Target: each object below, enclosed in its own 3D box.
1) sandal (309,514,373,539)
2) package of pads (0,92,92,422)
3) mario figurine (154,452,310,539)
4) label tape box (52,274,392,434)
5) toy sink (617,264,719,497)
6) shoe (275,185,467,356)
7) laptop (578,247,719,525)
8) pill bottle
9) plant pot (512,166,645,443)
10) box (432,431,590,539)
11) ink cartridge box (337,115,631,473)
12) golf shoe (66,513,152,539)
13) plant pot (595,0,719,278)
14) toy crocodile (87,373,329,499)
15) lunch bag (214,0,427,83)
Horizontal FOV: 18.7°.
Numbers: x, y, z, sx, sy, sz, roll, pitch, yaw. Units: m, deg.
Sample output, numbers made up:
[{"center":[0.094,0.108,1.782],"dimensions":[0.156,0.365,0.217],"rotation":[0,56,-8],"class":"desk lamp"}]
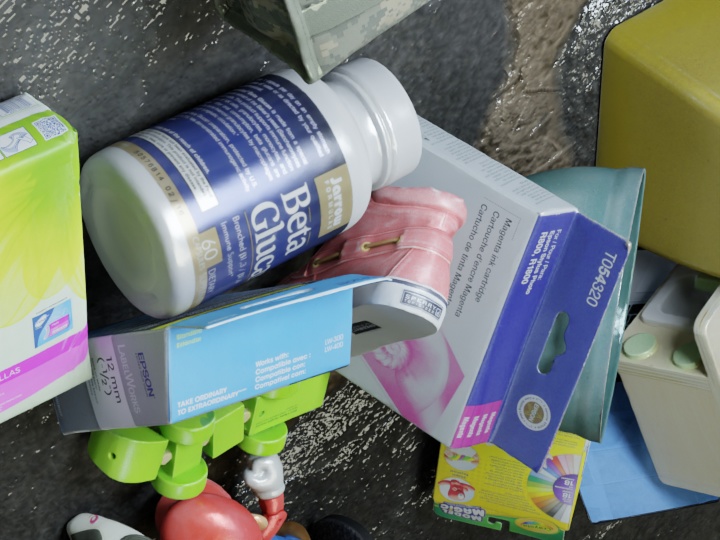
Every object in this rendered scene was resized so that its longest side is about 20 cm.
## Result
[{"center":[-0.004,0.252,1.754],"dimensions":[0.045,0.075,0.200],"rotation":[-28,148,-22],"class":"sandal"},{"center":[-0.239,0.009,1.268],"dimensions":[0.154,0.068,0.200],"rotation":[-26,137,-30],"class":"package of pads"},{"center":[-0.101,0.195,1.612],"dimensions":[0.200,0.106,0.124],"rotation":[51,46,-65],"class":"mario figurine"},{"center":[-0.088,0.052,1.367],"dimensions":[0.143,0.200,0.066],"rotation":[-16,96,-37],"class":"label tape box"},{"center":[0.289,0.070,1.785],"dimensions":[0.130,0.112,0.200],"rotation":[-50,132,-31],"class":"toy sink"},{"center":[0.000,0.000,1.461],"dimensions":[0.071,0.200,0.091],"rotation":[27,70,-27],"class":"shoe"},{"center":[0.253,0.091,1.837],"dimensions":[0.187,0.116,0.200],"rotation":[-3,125,-47],"class":"laptop"},{"center":[-0.064,-0.059,1.354],"dimensions":[0.200,0.111,0.111],"rotation":[-28,140,-27],"class":"pill bottle"},{"center":[0.124,0.014,1.574],"dimensions":[0.200,0.134,0.200],"rotation":[10,90,-81],"class":"plant pot"},{"center":[0.124,0.131,1.734],"dimensions":[0.048,0.117,0.200],"rotation":[-68,168,-51],"class":"box"},{"center":[0.064,0.017,1.487],"dimensions":[0.043,0.200,0.196],"rotation":[-24,139,-50],"class":"ink cartridge box"},{"center":[-0.175,0.260,1.555],"dimensions":[0.077,0.088,0.200],"rotation":[-25,137,-44],"class":"golf shoe"},{"center":[0.313,-0.102,1.663],"dimensions":[0.200,0.176,0.200],"rotation":[-30,141,-25],"class":"plant pot"},{"center":[-0.100,0.101,1.522],"dimensions":[0.200,0.062,0.068],"rotation":[-24,138,-38],"class":"toy crocodile"},{"center":[-0.013,-0.238,1.224],"dimensions":[0.164,0.118,0.200],"rotation":[-36,138,-17],"class":"lunch bag"}]
